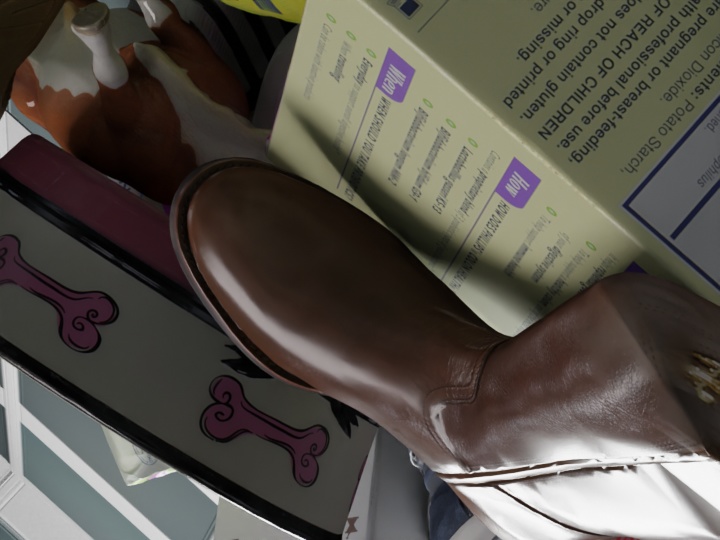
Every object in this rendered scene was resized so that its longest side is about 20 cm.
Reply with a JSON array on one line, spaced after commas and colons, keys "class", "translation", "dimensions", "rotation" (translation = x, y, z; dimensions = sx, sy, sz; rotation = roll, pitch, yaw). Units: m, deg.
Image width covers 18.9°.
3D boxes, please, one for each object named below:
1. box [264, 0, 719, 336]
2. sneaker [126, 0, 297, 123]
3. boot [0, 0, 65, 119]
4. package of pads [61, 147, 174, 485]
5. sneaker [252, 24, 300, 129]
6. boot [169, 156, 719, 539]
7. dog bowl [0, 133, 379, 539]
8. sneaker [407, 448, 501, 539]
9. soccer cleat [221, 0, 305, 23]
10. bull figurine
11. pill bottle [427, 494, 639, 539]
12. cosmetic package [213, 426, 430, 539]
[{"class": "box", "translation": [0.079, -0.033, 0.698], "dimensions": [0.200, 0.097, 0.176], "rotation": [42, 164, 6]}, {"class": "sneaker", "translation": [-0.054, -0.067, 0.988], "dimensions": [0.115, 0.075, 0.200], "rotation": [33, 152, 45]}, {"class": "boot", "translation": [-0.188, -0.124, 0.820], "dimensions": [0.200, 0.072, 0.155], "rotation": [-44, 66, 45]}, {"class": "package of pads", "translation": [-0.096, 0.007, 1.036], "dimensions": [0.200, 0.068, 0.155], "rotation": [-85, -24, -79]}, {"class": "sneaker", "translation": [0.000, 0.000, 0.906], "dimensions": [0.099, 0.071, 0.200], "rotation": [36, 134, 31]}, {"class": "boot", "translation": [0.039, 0.018, 0.639], "dimensions": [0.186, 0.064, 0.200], "rotation": [38, 165, -9]}, {"class": "dog bowl", "translation": [-0.074, 0.022, 0.821], "dimensions": [0.200, 0.074, 0.200], "rotation": [33, 177, 2]}, {"class": "sneaker", "translation": [0.083, 0.037, 0.900], "dimensions": [0.077, 0.146, 0.202], "rotation": [16, 136, -33]}, {"class": "soccer cleat", "translation": [-0.070, -0.159, 0.773], "dimensions": [0.200, 0.065, 0.084], "rotation": [41, 172, 11]}, {"class": "bull figurine", "translation": [-0.088, -0.075, 0.851], "dimensions": [0.200, 0.065, 0.122], "rotation": [23, 149, 44]}, {"class": "pill bottle", "translation": [0.118, 0.126, 0.981], "dimensions": [0.112, 0.112, 0.200], "rotation": [51, 162, -26]}, {"class": "cosmetic package", "translation": [0.030, 0.147, 1.127], "dimensions": [0.113, 0.081, 0.200], "rotation": [-14, 146, 37]}]
